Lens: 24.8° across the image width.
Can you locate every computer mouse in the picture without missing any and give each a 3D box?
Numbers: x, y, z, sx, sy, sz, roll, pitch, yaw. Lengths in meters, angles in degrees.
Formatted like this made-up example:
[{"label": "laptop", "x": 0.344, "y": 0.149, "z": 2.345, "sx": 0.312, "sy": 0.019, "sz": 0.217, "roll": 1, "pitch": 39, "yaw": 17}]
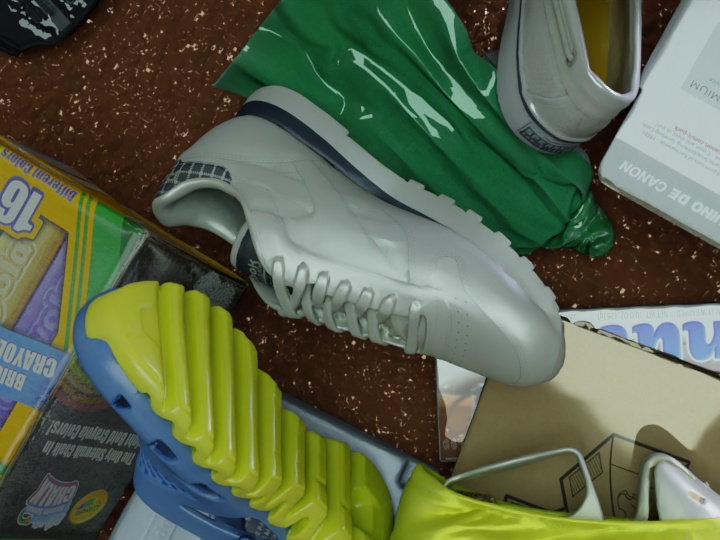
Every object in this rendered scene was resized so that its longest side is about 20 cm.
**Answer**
[{"label": "computer mouse", "x": -0.199, "y": -0.116, "z": 0.832, "sx": 0.200, "sy": 0.034, "sz": 0.059, "roll": -38, "pitch": 101, "yaw": 8}]

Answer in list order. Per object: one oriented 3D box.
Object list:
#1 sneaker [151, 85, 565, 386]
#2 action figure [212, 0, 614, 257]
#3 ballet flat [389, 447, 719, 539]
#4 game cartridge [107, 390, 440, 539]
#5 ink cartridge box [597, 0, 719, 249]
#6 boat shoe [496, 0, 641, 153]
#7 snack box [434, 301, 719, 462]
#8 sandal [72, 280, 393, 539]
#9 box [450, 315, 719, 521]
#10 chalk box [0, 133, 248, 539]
[{"label": "sneaker", "x": 0.000, "y": 0.000, "z": 0.737, "sx": 0.200, "sy": 0.077, "sz": 0.080, "roll": 33, "pitch": 54, "yaw": 20}, {"label": "action figure", "x": 0.043, "y": -0.070, "z": 0.781, "sx": 0.200, "sy": 0.055, "sz": 0.118, "roll": 39, "pitch": 123, "yaw": -9}, {"label": "ballet flat", "x": 0.112, "y": 0.114, "z": 0.733, "sx": 0.199, "sy": 0.067, "sz": 0.067, "roll": 1, "pitch": 82, "yaw": 8}, {"label": "game cartridge", "x": -0.062, "y": 0.158, "z": 0.802, "sx": 0.133, "sy": 0.041, "sz": 0.201, "roll": 26, "pitch": 90, "yaw": 2}, {"label": "ink cartridge box", "x": 0.231, "y": -0.068, "z": 0.758, "sx": 0.200, "sy": 0.084, "sz": 0.176, "roll": 30, "pitch": 90, "yaw": 6}, {"label": "boat shoe", "x": 0.105, "y": -0.155, "z": 0.753, "sx": 0.071, "sy": 0.070, "sz": 0.201, "roll": 20, "pitch": 64, "yaw": -27}, {"label": "snack box", "x": 0.136, "y": 0.053, "z": 0.792, "sx": 0.199, "sy": 0.024, "sz": 0.072, "roll": -3, "pitch": 90, "yaw": 5}, {"label": "sandal", "x": -0.066, "y": 0.084, "z": 0.717, "sx": 0.087, "sy": 0.080, "sz": 0.200, "roll": -19, "pitch": 130, "yaw": 23}, {"label": "box", "x": 0.116, "y": 0.134, "z": 0.776, "sx": 0.163, "sy": 0.021, "sz": 0.201, "roll": 20, "pitch": 98, "yaw": 4}, {"label": "chalk box", "x": -0.169, "y": 0.051, "z": 0.761, "sx": 0.124, "sy": 0.124, "sz": 0.200, "roll": 32, "pitch": 90, "yaw": 20}]
